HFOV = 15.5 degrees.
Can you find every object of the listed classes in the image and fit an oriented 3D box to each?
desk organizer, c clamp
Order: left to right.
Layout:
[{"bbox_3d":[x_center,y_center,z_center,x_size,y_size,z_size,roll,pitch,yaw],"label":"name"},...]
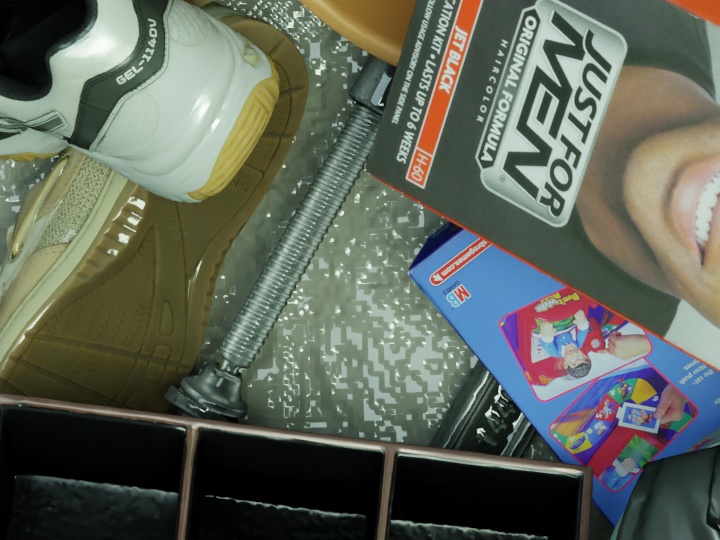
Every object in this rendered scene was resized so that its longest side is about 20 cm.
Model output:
[{"bbox_3d":[-0.027,0.094,0.860,0.199,0.077,0.072,7,68,-1],"label":"desk organizer"},{"bbox_3d":[0.000,0.000,0.916,0.170,0.027,0.201,24,92,-10],"label":"c clamp"}]

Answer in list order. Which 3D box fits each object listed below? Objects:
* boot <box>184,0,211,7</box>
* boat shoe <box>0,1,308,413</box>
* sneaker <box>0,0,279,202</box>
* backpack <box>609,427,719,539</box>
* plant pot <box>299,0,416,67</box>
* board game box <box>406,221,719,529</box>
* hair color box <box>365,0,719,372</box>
[{"bbox_3d":[-0.090,-0.202,0.904,0.074,0.154,0.201,-9,70,51],"label":"boot"},{"bbox_3d":[-0.090,-0.003,0.938,0.064,0.071,0.201,29,86,51],"label":"boat shoe"},{"bbox_3d":[-0.111,-0.082,0.891,0.200,0.088,0.076,12,73,51],"label":"sneaker"},{"bbox_3d":[0.127,0.143,0.795,0.166,0.127,0.201,3,90,9],"label":"backpack"},{"bbox_3d":[0.062,-0.176,0.851,0.199,0.140,0.201,16,121,28],"label":"plant pot"},{"bbox_3d":[0.135,-0.011,0.859,0.200,0.045,0.135,-37,96,19],"label":"board game box"},{"bbox_3d":[0.108,-0.033,0.760,0.199,0.061,0.102,29,124,19],"label":"hair color box"}]
